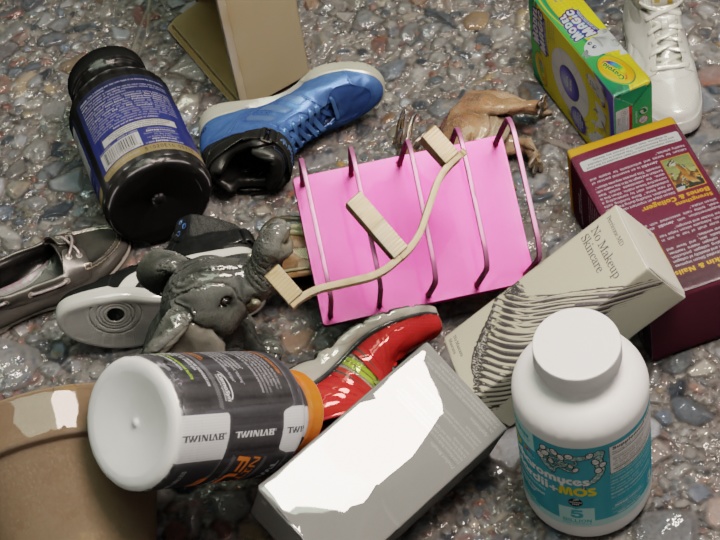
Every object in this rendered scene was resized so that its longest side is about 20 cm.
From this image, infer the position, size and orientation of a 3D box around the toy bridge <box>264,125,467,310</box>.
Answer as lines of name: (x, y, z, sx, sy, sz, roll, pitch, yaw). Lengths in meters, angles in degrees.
toy bridge: (0.015, -0.035, 1.445, 0.200, 0.027, 0.067, -41, 86, -7)

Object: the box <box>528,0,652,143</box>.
box: (0.220, -0.199, 1.706, 0.048, 0.118, 0.201, -22, 49, -9)

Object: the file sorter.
file sorter: (0.050, -0.047, 1.526, 0.198, 0.125, 0.140, -12, 80, -4)

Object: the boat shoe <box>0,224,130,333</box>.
boat shoe: (-0.316, 0.005, 1.680, 0.199, 0.057, 0.067, -30, 51, -13)

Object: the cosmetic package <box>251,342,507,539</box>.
cosmetic package: (0.015, 0.167, 1.445, 0.199, 0.090, 0.107, -38, 78, -18)

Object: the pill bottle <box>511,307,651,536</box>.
pill bottle: (0.179, 0.119, 1.394, 0.110, 0.201, 0.112, -6, 49, 7)

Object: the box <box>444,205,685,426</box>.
box: (0.173, 0.041, 1.488, 0.200, 0.068, 0.083, -40, 46, 20)

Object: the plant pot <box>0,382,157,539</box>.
plant pot: (-0.243, 0.211, 1.426, 0.198, 0.201, 0.176, -15, 66, -2)

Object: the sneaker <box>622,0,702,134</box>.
sneaker: (0.297, -0.239, 1.726, 0.073, 0.116, 0.201, -9, 51, 1)

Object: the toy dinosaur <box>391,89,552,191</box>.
toy dinosaur: (0.103, -0.133, 1.701, 0.135, 0.086, 0.200, 22, 52, 34)

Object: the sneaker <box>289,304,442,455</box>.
sneaker: (-0.002, 0.105, 1.541, 0.199, 0.077, 0.085, -33, 72, -15)

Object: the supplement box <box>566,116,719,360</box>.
supplement box: (0.275, -0.032, 1.576, 0.109, 0.086, 0.201, -18, 49, -4)

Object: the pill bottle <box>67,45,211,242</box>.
pill bottle: (-0.230, -0.133, 1.742, 0.111, 0.112, 0.201, -21, 50, -7)

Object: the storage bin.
storage bin: (-0.147, -0.305, 1.810, 0.093, 0.201, 0.199, -29, 51, -16)

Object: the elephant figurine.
elephant figurine: (-0.140, 0.037, 1.524, 0.141, 0.201, 0.155, 34, 63, 32)

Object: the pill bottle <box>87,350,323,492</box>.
pill bottle: (-0.116, 0.118, 1.399, 0.106, 0.107, 0.199, 35, 20, 33)

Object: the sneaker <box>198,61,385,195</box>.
sneaker: (-0.065, -0.136, 1.733, 0.198, 0.077, 0.112, -15, 43, 4)

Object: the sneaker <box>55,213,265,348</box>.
sneaker: (-0.193, 0.005, 1.654, 0.198, 0.074, 0.112, -8, 46, -6)

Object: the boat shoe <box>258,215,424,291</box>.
boat shoe: (0.000, 0.000, 1.617, 0.198, 0.076, 0.075, 5, 68, 6)
